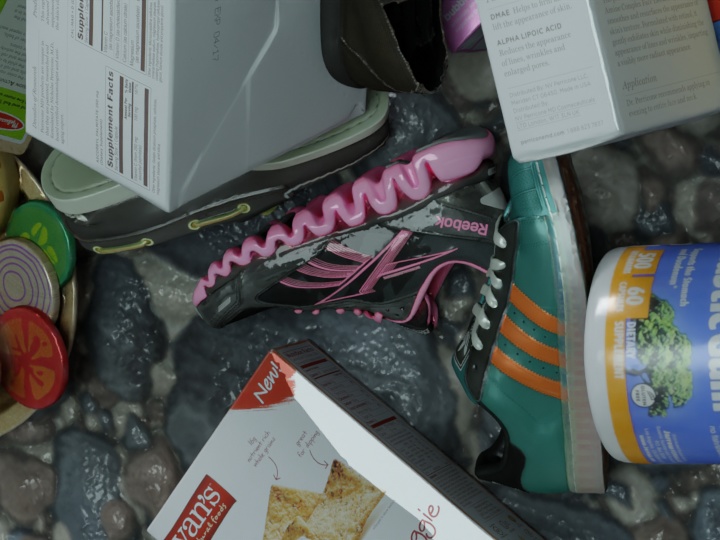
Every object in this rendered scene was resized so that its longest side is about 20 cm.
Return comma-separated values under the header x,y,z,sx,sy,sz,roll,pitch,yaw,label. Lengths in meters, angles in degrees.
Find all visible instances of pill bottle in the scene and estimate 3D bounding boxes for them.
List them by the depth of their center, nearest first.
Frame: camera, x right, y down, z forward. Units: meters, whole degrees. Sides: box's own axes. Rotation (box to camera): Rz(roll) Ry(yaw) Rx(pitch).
x,y,z,sx,sy,sz,roll,pitch,yaw,label
0.221,0.040,1.237,0.198,0.112,0.113,-3,94,22,pill bottle

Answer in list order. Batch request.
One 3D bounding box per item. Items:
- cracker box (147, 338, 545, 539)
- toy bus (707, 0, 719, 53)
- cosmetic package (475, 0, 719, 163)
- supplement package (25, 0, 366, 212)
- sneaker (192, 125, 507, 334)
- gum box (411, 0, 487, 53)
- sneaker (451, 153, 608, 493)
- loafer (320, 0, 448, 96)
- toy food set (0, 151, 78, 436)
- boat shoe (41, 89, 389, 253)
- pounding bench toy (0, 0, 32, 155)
x,y,z,sx,sy,sz,roll,pitch,yaw,label
-0.003,0.153,1.368,0.200,0.058,0.134,39,107,15,cracker box
0.230,-0.167,1.216,0.191,0.135,0.202,-11,89,39,toy bus
0.104,-0.161,1.193,0.074,0.101,0.202,-13,91,42,cosmetic package
-0.080,-0.162,1.257,0.110,0.155,0.201,28,129,32,supplement package
0.000,0.000,1.350,0.199,0.079,0.096,-25,97,23,sneaker
0.089,-0.223,1.288,0.200,0.066,0.114,-45,80,20,gum box
0.083,0.028,1.288,0.079,0.071,0.202,-4,112,10,sneaker
0.020,-0.171,1.221,0.071,0.073,0.201,27,142,31,loafer
-0.249,0.009,1.452,0.200,0.049,0.199,-38,82,25,toy food set
-0.074,-0.060,1.376,0.199,0.061,0.072,-13,46,10,boat shoe
-0.214,-0.160,1.395,0.156,0.199,0.125,48,114,45,pounding bench toy
